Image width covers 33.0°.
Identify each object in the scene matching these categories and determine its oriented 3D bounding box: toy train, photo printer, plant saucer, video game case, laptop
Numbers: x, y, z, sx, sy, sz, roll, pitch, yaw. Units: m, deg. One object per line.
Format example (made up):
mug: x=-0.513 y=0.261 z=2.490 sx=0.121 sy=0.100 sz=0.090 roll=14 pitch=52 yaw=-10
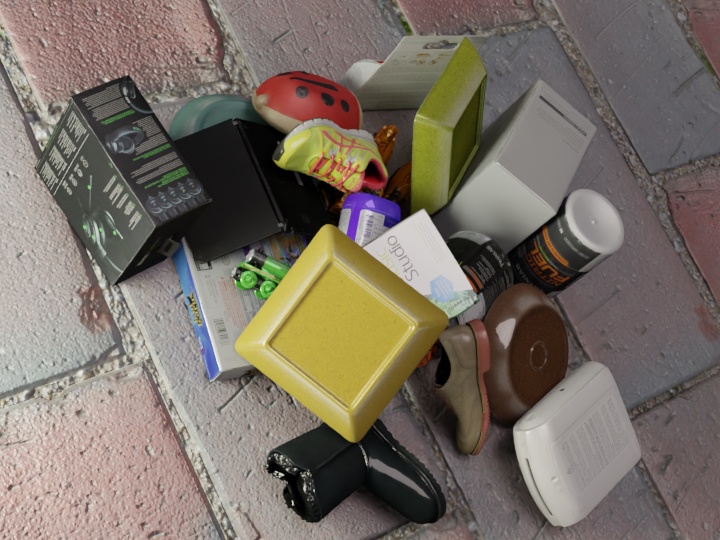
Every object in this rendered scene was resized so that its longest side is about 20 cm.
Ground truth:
toy train: x=-0.071 y=0.032 z=1.568 sx=0.199 sy=0.042 sz=0.057 roll=27 pitch=78 yaw=-16
photo printer: x=0.299 y=0.247 z=1.701 sx=0.200 sy=0.069 sz=0.168 roll=-35 pitch=107 yaw=-38
plant saucer: x=0.239 y=0.120 z=1.718 sx=0.199 sy=0.036 sz=0.203 roll=-3 pitch=95 yaw=-45
plant saucer: x=0.131 y=-0.195 z=1.734 sx=0.047 sy=0.201 sz=0.200 roll=17 pitch=49 yaw=16
video game case: x=-0.138 y=0.034 z=1.590 sx=0.180 sy=0.045 sz=0.202 roll=-7 pitch=69 yaw=-32
plant saucer: x=-0.024 y=0.078 z=1.493 sx=0.199 sy=0.048 sz=0.201 roll=37 pitch=90 yaw=1
plant saucer: x=-0.168 y=-0.166 z=1.686 sx=0.198 sy=0.036 sz=0.202 roll=15 pitch=59 yaw=-25
laptop: x=-0.151 y=-0.101 z=1.624 sx=0.199 sy=0.103 sz=0.178 roll=6 pitch=55 yaw=-58

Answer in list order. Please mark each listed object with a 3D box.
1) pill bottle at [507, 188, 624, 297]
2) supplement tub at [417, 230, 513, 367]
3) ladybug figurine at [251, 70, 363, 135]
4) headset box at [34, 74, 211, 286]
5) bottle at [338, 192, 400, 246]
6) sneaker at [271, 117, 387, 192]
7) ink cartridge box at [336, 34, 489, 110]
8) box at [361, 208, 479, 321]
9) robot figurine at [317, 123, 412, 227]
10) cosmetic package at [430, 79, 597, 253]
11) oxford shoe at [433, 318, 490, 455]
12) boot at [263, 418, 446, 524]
pill bottle: x=0.286 y=-0.027 z=1.779 sx=0.105 sy=0.200 sz=0.107 roll=14 pitch=57 yaw=-23
supplement tub: x=0.115 y=0.041 z=1.691 sx=0.123 sy=0.122 sz=0.200 roll=50 pitch=52 yaw=2
ladybug figurine: x=-0.068 y=-0.231 z=1.721 sx=0.199 sy=0.072 sz=0.136 roll=2 pitch=37 yaw=-51
headset box: x=-0.290 y=-0.102 z=1.488 sx=0.092 sy=0.174 sz=0.201 roll=-30 pitch=82 yaw=-38
bottle: x=0.000 y=0.000 z=1.645 sx=0.083 sy=0.065 sz=0.202 roll=16 pitch=80 yaw=-36
sneaker: x=-0.032 y=-0.147 z=1.639 sx=0.199 sy=0.078 sz=0.091 roll=-4 pitch=54 yaw=-47
ink cartridge box: x=0.071 y=-0.307 z=1.798 sx=0.161 sy=0.200 sz=0.051 roll=-8 pitch=67 yaw=-34
box: x=0.039 y=0.031 z=1.568 sx=0.199 sy=0.036 sz=0.145 roll=-33 pitch=90 yaw=-21
robot figurine: x=0.022 y=-0.117 z=1.758 sx=0.145 sy=0.058 sz=0.201 roll=39 pitch=51 yaw=-6
cosmetic package: x=0.221 y=-0.136 z=1.799 sx=0.123 sy=0.199 sz=0.201 roll=39 pitch=52 yaw=-7
oxford shoe: x=0.130 y=0.160 z=1.628 sx=0.074 sy=0.070 sz=0.202 roll=-10 pitch=113 yaw=-15
boot: x=-0.008 y=0.272 z=1.521 sx=0.200 sy=0.077 sz=0.168 roll=49 pitch=47 yaw=9
